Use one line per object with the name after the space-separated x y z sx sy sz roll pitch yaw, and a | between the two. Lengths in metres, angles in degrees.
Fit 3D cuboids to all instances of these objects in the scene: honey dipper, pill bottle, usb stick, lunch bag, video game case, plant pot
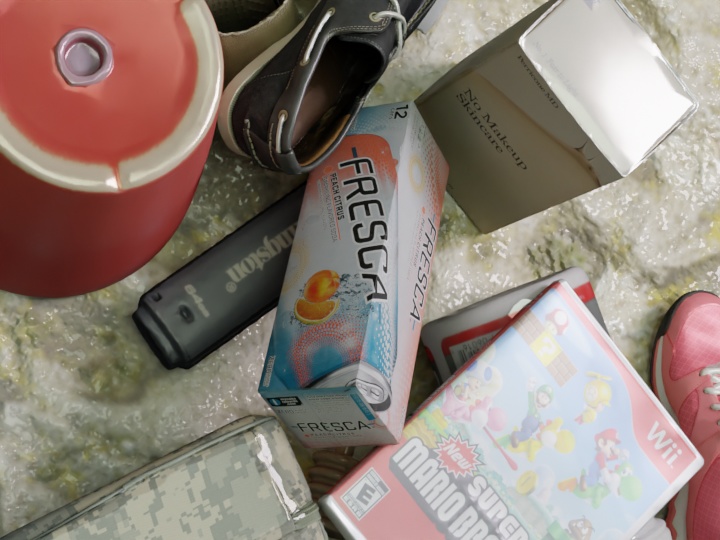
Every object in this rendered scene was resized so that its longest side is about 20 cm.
0.005 0.069 1.035 0.038 0.038 0.202 22 73 -15 | honey dipper
0.123 0.109 1.028 0.113 0.114 0.202 -20 89 -21 | pill bottle
-0.052 -0.011 1.029 0.199 0.033 0.056 -36 95 -21 | usb stick
-0.107 0.197 0.919 0.199 0.139 0.169 -25 86 -21 | lunch bag
0.091 0.122 0.945 0.200 0.017 0.143 -41 96 -20 | video game case
-0.166 -0.097 0.926 0.198 0.177 0.203 3 80 -18 | plant pot

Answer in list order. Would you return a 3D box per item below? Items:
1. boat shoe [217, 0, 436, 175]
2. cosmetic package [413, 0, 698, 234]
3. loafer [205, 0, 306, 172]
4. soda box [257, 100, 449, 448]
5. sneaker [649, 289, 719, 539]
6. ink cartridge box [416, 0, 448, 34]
0.004 -0.137 0.964 0.200 0.067 0.072 -50 128 -13 | boat shoe
0.108 -0.097 1.009 0.073 0.200 0.104 -41 95 -19 | cosmetic package
-0.070 -0.145 0.993 0.075 0.068 0.201 -23 115 -2 | loafer
0.000 0.000 0.951 0.069 0.063 0.201 55 38 -47 | soda box
0.248 0.111 1.086 0.073 0.087 0.202 0 82 -20 | sneaker
0.000 -0.276 1.011 0.199 0.176 0.084 27 30 -14 | ink cartridge box
